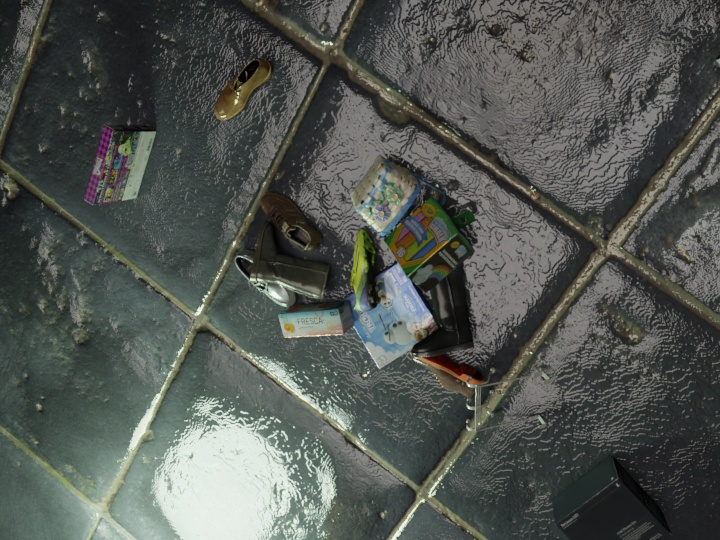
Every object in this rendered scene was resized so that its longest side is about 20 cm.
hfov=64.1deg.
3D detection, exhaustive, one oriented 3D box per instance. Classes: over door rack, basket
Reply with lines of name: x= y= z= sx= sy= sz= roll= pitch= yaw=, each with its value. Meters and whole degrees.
over door rack: x=0.354 y=0.315 z=1.406 sx=0.192 sy=0.067 sz=0.152 roll=-4 pitch=118 yaw=3
basket: x=0.084 y=-0.156 z=1.364 sx=0.196 sy=0.140 sz=0.178 roll=27 pitch=112 yaw=-28

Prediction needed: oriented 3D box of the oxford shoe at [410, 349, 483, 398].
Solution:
oxford shoe: x=0.208 y=0.261 z=1.446 sx=0.195 sy=0.071 sz=0.074 roll=26 pitch=111 yaw=8

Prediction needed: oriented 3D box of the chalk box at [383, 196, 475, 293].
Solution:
chalk box: x=0.175 y=-0.072 z=1.327 sx=0.199 sy=0.124 sz=0.125 roll=-40 pitch=57 yaw=11

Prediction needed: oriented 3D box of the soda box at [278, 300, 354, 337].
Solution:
soda box: x=-0.116 y=0.127 z=1.488 sx=0.194 sy=0.063 sz=0.071 roll=-6 pitch=104 yaw=30

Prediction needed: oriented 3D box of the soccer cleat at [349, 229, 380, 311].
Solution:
soccer cleat: x=0.000 y=0.000 z=1.425 sx=0.082 sy=0.064 sz=0.208 roll=-15 pitch=73 yaw=33

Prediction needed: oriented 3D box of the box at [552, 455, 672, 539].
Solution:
box: x=0.599 y=0.594 z=1.388 sx=0.182 sy=0.104 sz=0.200 roll=46 pitch=109 yaw=1

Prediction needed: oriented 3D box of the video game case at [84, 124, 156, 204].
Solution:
video game case: x=-0.626 y=-0.279 z=1.505 sx=0.035 sy=0.181 sz=0.205 roll=26 pitch=108 yaw=8

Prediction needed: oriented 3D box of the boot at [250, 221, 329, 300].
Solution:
boot: x=-0.175 y=-0.027 z=1.484 sx=0.192 sy=0.073 sz=0.188 roll=7 pitch=72 yaw=1

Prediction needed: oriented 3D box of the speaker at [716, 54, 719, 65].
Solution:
speaker: x=0.801 y=-0.367 z=1.137 sx=0.081 sy=0.081 sz=0.202 roll=-38 pitch=90 yaw=19

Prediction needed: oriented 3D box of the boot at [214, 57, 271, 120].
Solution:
boot: x=-0.307 y=-0.456 z=1.434 sx=0.199 sy=0.075 sz=0.074 roll=-39 pitch=92 yaw=21

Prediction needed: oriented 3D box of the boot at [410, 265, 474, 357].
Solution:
boot: x=0.183 y=0.095 z=1.384 sx=0.159 sy=0.066 sz=0.208 roll=-10 pitch=90 yaw=-9

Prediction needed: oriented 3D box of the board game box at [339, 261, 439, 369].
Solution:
board game box: x=0.076 y=0.113 z=1.464 sx=0.196 sy=0.043 sz=0.203 roll=-34 pitch=91 yaw=20

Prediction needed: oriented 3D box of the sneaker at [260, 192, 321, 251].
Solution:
sneaker: x=-0.183 y=-0.127 z=1.468 sx=0.198 sy=0.075 sz=0.071 roll=39 pitch=109 yaw=4

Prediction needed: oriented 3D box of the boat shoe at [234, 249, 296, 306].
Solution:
boat shoe: x=-0.257 y=0.027 z=1.524 sx=0.200 sy=0.071 sz=0.070 roll=42 pitch=109 yaw=4
